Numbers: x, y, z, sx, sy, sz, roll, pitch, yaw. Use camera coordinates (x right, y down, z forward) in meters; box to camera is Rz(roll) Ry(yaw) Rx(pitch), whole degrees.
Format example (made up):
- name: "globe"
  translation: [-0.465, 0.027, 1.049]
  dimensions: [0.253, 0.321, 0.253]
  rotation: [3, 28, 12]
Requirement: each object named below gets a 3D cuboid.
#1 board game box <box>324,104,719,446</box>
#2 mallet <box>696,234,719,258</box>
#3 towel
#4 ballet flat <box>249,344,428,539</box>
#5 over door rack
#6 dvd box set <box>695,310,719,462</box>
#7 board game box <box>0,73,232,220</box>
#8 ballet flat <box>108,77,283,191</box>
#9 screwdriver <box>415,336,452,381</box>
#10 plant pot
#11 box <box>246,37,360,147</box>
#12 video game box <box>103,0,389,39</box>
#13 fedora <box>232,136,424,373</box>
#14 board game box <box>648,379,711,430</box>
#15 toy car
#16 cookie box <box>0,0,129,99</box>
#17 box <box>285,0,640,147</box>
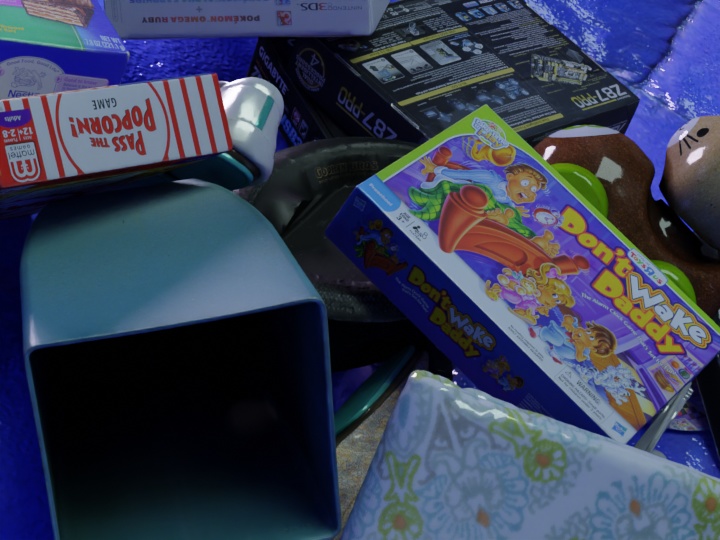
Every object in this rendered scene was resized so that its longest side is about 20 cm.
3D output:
- name: "board game box"
  translation: [0.096, 0.010, 1.059]
  dimensions: [0.200, 0.045, 0.134]
  rotation: [45, 43, 10]
- name: "mallet"
  translation: [0.306, 0.042, 1.379]
  dimensions: [0.066, 0.041, 0.200]
  rotation: [-6, 52, -41]
- name: "towel"
  translation: [0.084, 0.160, 0.965]
  dimensions: [0.200, 0.171, 0.048]
  rotation: [20, 4, -15]
- name: "ballet flat"
  translation: [-0.002, 0.115, 1.060]
  dimensions: [0.067, 0.068, 0.200]
  rotation: [51, 42, -3]
- name: "over door rack"
  translation: [0.123, 0.069, 1.158]
  dimensions: [0.148, 0.067, 0.200]
  rotation: [39, 18, 5]
- name: "dvd box set"
  translation: [0.318, 0.073, 1.310]
  dimensions: [0.200, 0.029, 0.146]
  rotation: [4, 62, -30]
- name: "board game box"
  translation: [-0.191, -0.059, 1.028]
  dimensions: [0.151, 0.200, 0.046]
  rotation: [-13, 91, -43]
- name: "ballet flat"
  translation: [-0.101, -0.075, 1.117]
  dimensions: [0.069, 0.200, 0.069]
  rotation: [3, 84, -31]
- name: "screwdriver"
  translation: [0.047, 0.096, 1.136]
  dimensions: [0.028, 0.029, 0.200]
  rotation: [17, 36, -17]
- name: "plant pot"
  translation: [-0.104, 0.040, 0.981]
  dimensions: [0.141, 0.141, 0.200]
  rotation: [-9, 29, -11]
- name: "box"
  translation: [0.046, -0.096, 1.342]
  dimensions: [0.200, 0.050, 0.199]
  rotation: [-3, 47, -30]
- name: "video game box"
  translation: [-0.067, -0.208, 1.324]
  dimensions: [0.182, 0.047, 0.200]
  rotation: [2, 23, 8]
- name: "fedora"
  translation: [0.000, 0.000, 1.150]
  dimensions: [0.200, 0.092, 0.201]
  rotation: [4, 34, -3]
- name: "board game box"
  translation: [0.192, 0.024, 1.314]
  dimensions: [0.158, 0.039, 0.200]
  rotation: [28, 34, -2]
- name: "toy car"
  translation: [0.213, -0.065, 1.188]
  dimensions: [0.158, 0.200, 0.164]
  rotation: [48, 12, 0]
- name: "cookie box"
  translation: [-0.259, -0.164, 1.184]
  dimensions: [0.171, 0.075, 0.200]
  rotation: [4, 33, -31]
- name: "box"
  translation: [0.074, -0.130, 1.315]
  dimensions: [0.200, 0.049, 0.161]
  rotation: [-21, 52, -41]
